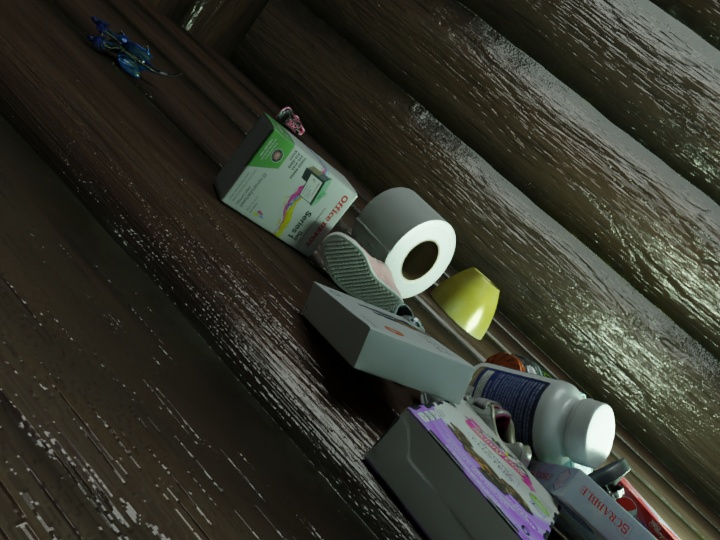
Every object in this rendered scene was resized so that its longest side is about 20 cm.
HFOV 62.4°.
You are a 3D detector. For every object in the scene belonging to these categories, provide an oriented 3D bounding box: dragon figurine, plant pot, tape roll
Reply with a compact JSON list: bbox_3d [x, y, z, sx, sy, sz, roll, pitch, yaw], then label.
[{"bbox_3d":[-0.464,-0.437,1.215,0.198,0.059,0.100,34,13,-32],"label":"dragon figurine"},{"bbox_3d":[0.321,0.078,1.726,0.199,0.143,0.200,39,11,-9],"label":"plant pot"},{"bbox_3d":[0.095,-0.061,1.319,0.201,0.204,0.139,27,16,-49],"label":"tape roll"}]

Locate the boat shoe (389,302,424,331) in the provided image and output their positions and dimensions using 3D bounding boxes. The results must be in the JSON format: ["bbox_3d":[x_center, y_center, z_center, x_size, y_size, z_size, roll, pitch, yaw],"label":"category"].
[{"bbox_3d":[0.062,0.098,0.921,0.070,0.072,0.201,38,11,-10],"label":"boat shoe"}]

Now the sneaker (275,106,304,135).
[{"bbox_3d":[-0.304,-0.655,2.637,0.096,0.079,0.199,55,15,13],"label":"sneaker"}]

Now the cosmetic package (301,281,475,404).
[{"bbox_3d":[0.026,0.083,0.727,0.148,0.053,0.199,21,4,-26],"label":"cosmetic package"}]

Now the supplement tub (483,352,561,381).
[{"bbox_3d":[0.313,0.237,1.126,0.199,0.123,0.123,34,12,-36],"label":"supplement tub"}]

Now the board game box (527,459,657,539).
[{"bbox_3d":[0.292,0.321,0.735,0.199,0.041,0.200,42,-14,4],"label":"board game box"}]

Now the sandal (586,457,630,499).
[{"bbox_3d":[0.326,0.300,0.800,0.201,0.075,0.043,66,-2,-57],"label":"sandal"}]

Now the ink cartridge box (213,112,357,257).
[{"bbox_3d":[-0.123,-0.139,1.005,0.199,0.145,0.084,33,13,-36],"label":"ink cartridge box"}]

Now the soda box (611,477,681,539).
[{"bbox_3d":[0.523,0.472,1.098,0.069,0.064,0.201,31,16,-41],"label":"soda box"}]

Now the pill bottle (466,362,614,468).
[{"bbox_3d":[0.240,0.202,0.826,0.110,0.113,0.198,31,-16,-39],"label":"pill bottle"}]

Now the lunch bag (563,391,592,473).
[{"bbox_3d":[0.335,0.283,0.977,0.199,0.076,0.165,19,64,-57],"label":"lunch bag"}]

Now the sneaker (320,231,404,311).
[{"bbox_3d":[0.000,0.000,1.079,0.200,0.075,0.105,46,13,-20],"label":"sneaker"}]

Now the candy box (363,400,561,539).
[{"bbox_3d":[0.115,0.222,0.618,0.168,0.072,0.199,46,11,23],"label":"candy box"}]

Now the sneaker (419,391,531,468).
[{"bbox_3d":[0.155,0.204,0.786,0.081,0.089,0.201,28,16,-47],"label":"sneaker"}]
